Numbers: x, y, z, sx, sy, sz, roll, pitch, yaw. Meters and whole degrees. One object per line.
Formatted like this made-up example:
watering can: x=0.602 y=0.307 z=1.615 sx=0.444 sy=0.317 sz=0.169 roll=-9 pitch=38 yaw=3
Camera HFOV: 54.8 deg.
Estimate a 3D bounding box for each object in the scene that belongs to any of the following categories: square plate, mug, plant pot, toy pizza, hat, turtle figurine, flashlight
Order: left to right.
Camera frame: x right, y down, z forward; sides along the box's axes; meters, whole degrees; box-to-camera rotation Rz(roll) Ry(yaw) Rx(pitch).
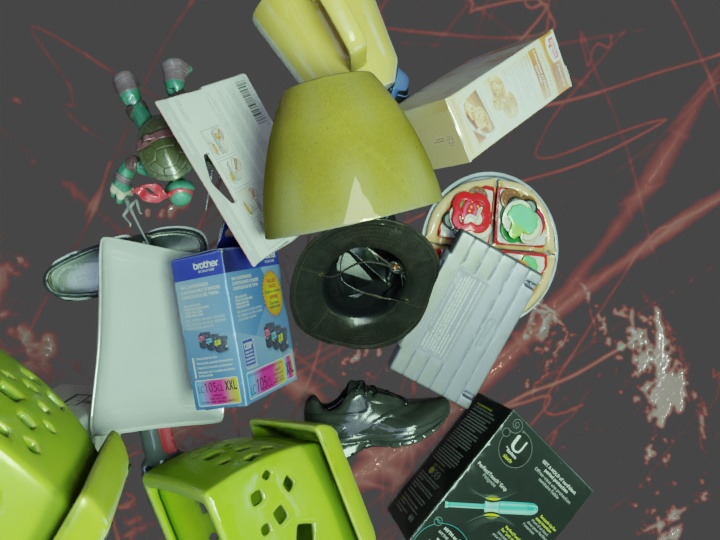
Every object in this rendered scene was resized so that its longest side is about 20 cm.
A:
plant pot: x=-0.306 y=0.200 z=0.564 sx=0.179 sy=0.199 sz=0.203 roll=31 pitch=86 yaw=-12
flashlight: x=-0.242 y=0.173 z=0.847 sx=0.066 sy=0.068 sz=0.206 roll=-11 pitch=96 yaw=18
square plate: x=-0.228 y=0.077 z=0.799 sx=0.028 sy=0.196 sz=0.207 roll=-3 pitch=82 yaw=32
turtle figurine: x=-0.229 y=-0.144 z=0.829 sx=0.146 sy=0.101 sz=0.206 roll=-11 pitch=80 yaw=-23
plant pot: x=-0.106 y=0.281 z=0.789 sx=0.179 sy=0.197 sz=0.205 roll=-27 pitch=99 yaw=-36
mug: x=-0.037 y=-0.266 z=0.819 sx=0.147 sy=0.186 sz=0.156 roll=-27 pitch=97 yaw=30
plant pot: x=-0.020 y=-0.126 z=0.736 sx=0.194 sy=0.200 sz=0.146 roll=-12 pitch=97 yaw=-9
hat: x=0.000 y=0.000 z=0.859 sx=0.194 sy=0.082 sz=0.205 roll=-5 pitch=129 yaw=-6
toy pizza: x=0.176 y=-0.029 z=0.926 sx=0.194 sy=0.032 sz=0.207 roll=0 pitch=90 yaw=-9

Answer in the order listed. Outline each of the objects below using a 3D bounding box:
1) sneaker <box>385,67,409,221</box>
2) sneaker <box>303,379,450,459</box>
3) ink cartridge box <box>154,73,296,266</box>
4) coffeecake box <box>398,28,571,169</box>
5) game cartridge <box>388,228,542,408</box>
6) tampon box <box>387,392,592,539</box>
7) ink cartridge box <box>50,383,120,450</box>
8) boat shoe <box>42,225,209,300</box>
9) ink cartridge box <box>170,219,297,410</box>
sneaker: x=0.036 y=-0.154 z=0.892 sx=0.076 sy=0.070 sz=0.206 roll=21 pitch=82 yaw=-29
sneaker: x=0.020 y=0.180 z=0.883 sx=0.194 sy=0.076 sz=0.094 roll=-11 pitch=88 yaw=-10
ink cartridge box: x=-0.141 y=-0.115 z=0.808 sx=0.044 sy=0.176 sz=0.203 roll=-25 pitch=99 yaw=33
coffeecake box: x=0.127 y=-0.195 z=0.822 sx=0.199 sy=0.152 sz=0.074 roll=-37 pitch=109 yaw=-29
game cartridge: x=0.132 y=0.062 z=0.899 sx=0.127 sy=0.038 sz=0.204 roll=28 pitch=101 yaw=-3
tampon box: x=0.157 y=0.289 z=0.876 sx=0.150 sy=0.126 sz=0.201 roll=43 pitch=83 yaw=-7
ink cartridge box: x=-0.328 y=0.216 z=0.762 sx=0.082 sy=0.200 sz=0.151 roll=6 pitch=89 yaw=-6
boat shoe: x=-0.279 y=-0.005 z=0.839 sx=0.195 sy=0.060 sz=0.078 roll=-20 pitch=93 yaw=-8
ink cartridge box: x=-0.147 y=0.045 z=0.815 sx=0.074 sy=0.136 sz=0.206 roll=-10 pitch=91 yaw=20
